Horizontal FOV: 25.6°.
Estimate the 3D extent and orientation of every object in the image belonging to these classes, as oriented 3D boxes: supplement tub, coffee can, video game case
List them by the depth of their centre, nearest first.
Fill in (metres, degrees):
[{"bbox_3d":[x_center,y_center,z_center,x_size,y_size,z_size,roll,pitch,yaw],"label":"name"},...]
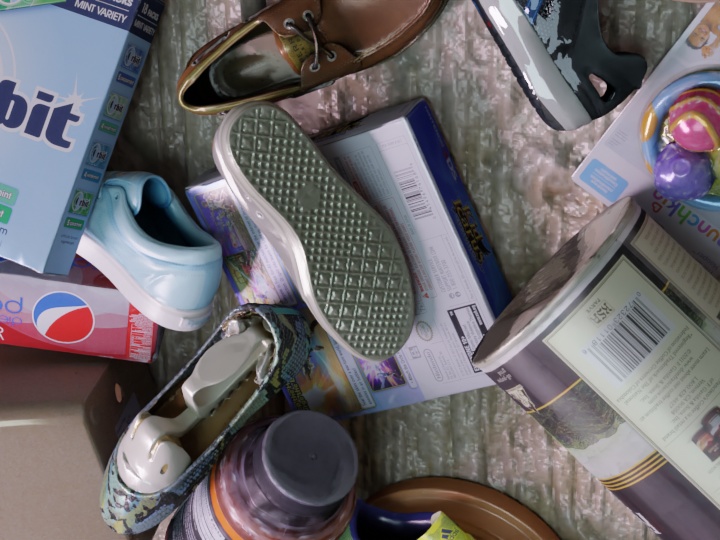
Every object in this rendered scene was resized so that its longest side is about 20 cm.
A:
[{"bbox_3d":[0.191,0.073,0.995,0.200,0.146,0.146,44,123,-2],"label":"coffee can"},{"bbox_3d":[0.000,0.000,1.097,0.181,0.045,0.200,-16,108,28],"label":"video game case"},{"bbox_3d":[-0.068,0.173,1.147,0.107,0.107,0.200,39,143,1],"label":"supplement tub"}]

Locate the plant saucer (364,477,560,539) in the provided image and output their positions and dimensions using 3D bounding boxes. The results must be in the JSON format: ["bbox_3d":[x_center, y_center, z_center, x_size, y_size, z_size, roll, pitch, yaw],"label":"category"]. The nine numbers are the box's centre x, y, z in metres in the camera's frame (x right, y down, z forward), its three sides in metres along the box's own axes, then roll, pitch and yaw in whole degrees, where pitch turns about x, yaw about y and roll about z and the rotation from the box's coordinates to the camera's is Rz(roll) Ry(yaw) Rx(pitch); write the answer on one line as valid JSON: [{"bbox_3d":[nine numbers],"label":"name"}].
[{"bbox_3d":[0.071,0.250,1.204,0.200,0.032,0.201,9,118,18],"label":"plant saucer"}]

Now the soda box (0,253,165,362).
[{"bbox_3d":[-0.240,0.013,1.156,0.200,0.070,0.063,9,121,-3],"label":"soda box"}]

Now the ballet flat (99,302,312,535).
[{"bbox_3d":[-0.117,0.096,1.079,0.074,0.074,0.200,40,91,-1],"label":"ballet flat"}]

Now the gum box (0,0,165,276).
[{"bbox_3d":[-0.247,-0.118,1.085,0.170,0.045,0.200,20,92,15],"label":"gum box"}]

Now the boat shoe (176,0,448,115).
[{"bbox_3d":[-0.031,-0.146,1.022,0.200,0.068,0.072,-26,102,30],"label":"boat shoe"}]

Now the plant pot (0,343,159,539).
[{"bbox_3d":[-0.248,0.144,1.197,0.177,0.200,0.200,-10,111,14],"label":"plant pot"}]

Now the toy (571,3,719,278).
[{"bbox_3d":[0.223,-0.085,0.960,0.115,0.047,0.200,38,123,3],"label":"toy"}]

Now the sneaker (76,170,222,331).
[{"bbox_3d":[-0.168,-0.048,1.116,0.200,0.074,0.082,37,123,18],"label":"sneaker"}]

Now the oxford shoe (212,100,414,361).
[{"bbox_3d":[-0.030,-0.027,1.040,0.200,0.075,0.058,55,165,-19],"label":"oxford shoe"}]

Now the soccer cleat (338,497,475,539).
[{"bbox_3d":[0.073,0.216,1.129,0.200,0.065,0.084,13,117,17],"label":"soccer cleat"}]

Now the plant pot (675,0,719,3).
[{"bbox_3d":[0.193,-0.255,0.859,0.201,0.093,0.201,10,119,18],"label":"plant pot"}]

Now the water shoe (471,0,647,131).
[{"bbox_3d":[0.103,-0.184,0.961,0.079,0.072,0.200,-29,101,3],"label":"water shoe"}]
